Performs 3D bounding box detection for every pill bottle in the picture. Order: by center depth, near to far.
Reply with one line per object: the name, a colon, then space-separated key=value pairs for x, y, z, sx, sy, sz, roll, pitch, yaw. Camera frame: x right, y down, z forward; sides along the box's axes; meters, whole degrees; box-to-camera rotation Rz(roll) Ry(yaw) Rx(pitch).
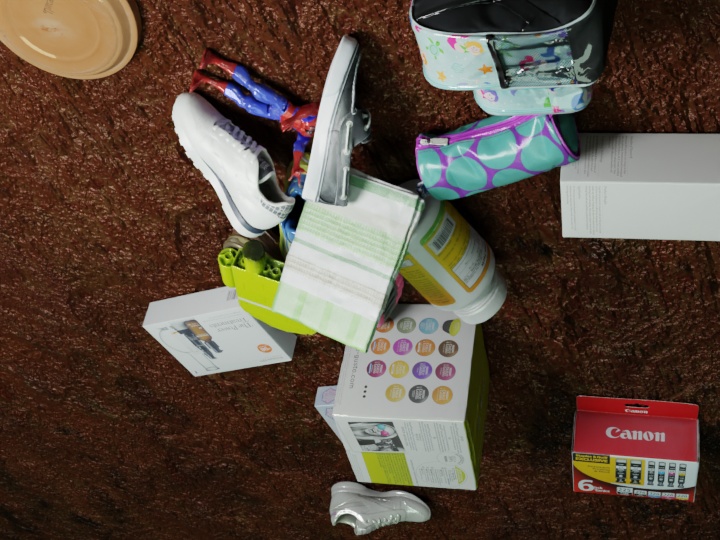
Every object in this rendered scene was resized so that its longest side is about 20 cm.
pill bottle: x=0.109 y=-0.018 z=1.475 sx=0.110 sy=0.112 sz=0.200 roll=-19 pitch=133 yaw=34

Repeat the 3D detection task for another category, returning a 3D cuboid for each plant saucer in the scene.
plant saucer: x=-0.357 y=-0.301 z=1.313 sx=0.196 sy=0.033 sz=0.202 roll=8 pitch=142 yaw=6

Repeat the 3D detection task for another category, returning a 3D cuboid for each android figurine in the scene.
android figurine: x=-0.110 y=0.028 z=1.525 sx=0.179 sy=0.042 sz=0.201 roll=18 pitch=154 yaw=11

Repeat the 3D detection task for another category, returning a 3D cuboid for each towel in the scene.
towel: x=-0.016 y=-0.019 z=1.365 sx=0.147 sy=0.203 sz=0.031 roll=23 pitch=-174 yaw=24

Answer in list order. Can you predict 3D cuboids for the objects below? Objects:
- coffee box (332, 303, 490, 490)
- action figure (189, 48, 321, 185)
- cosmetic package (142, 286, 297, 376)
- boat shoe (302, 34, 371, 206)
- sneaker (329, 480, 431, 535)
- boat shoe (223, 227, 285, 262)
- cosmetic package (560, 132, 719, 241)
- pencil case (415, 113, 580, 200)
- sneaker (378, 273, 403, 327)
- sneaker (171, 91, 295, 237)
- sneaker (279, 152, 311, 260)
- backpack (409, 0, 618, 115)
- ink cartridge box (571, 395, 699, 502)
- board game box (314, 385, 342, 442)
coffee box: x=0.085 y=0.188 z=1.673 sx=0.194 sy=0.202 sz=0.202 roll=1 pitch=142 yaw=14
action figure: x=-0.111 y=-0.181 z=1.346 sx=0.197 sy=0.100 sz=0.065 roll=21 pitch=141 yaw=-15
cosmetic package: x=-0.222 y=0.097 z=1.771 sx=0.197 sy=0.052 sz=0.151 roll=-12 pitch=139 yaw=28
boat shoe: x=-0.017 y=-0.170 z=1.304 sx=0.066 sy=0.072 sz=0.203 roll=13 pitch=110 yaw=-2
sneaker: x=0.035 y=0.468 z=2.132 sx=0.196 sy=0.101 sz=0.076 roll=8 pitch=141 yaw=3
boat shoe: x=-0.103 y=-0.007 z=1.582 sx=0.199 sy=0.068 sz=0.071 roll=39 pitch=153 yaw=-29
cosmetic package: x=0.339 y=-0.099 z=1.328 sx=0.196 sy=0.086 sz=0.108 roll=2 pitch=143 yaw=13
pencil case: x=0.159 y=-0.146 z=1.319 sx=0.197 sy=0.086 sz=0.092 roll=-15 pitch=142 yaw=31
sneaker: x=0.000 y=0.000 z=1.580 sx=0.094 sy=0.079 sz=0.202 roll=20 pitch=148 yaw=27
sneaker: x=-0.155 y=-0.143 z=1.386 sx=0.080 sy=0.076 sz=0.201 roll=-31 pitch=96 yaw=40
sneaker: x=-0.081 y=-0.049 z=1.461 sx=0.074 sy=0.106 sz=0.203 roll=7 pitch=126 yaw=10
backpack: x=0.153 y=-0.249 z=1.115 sx=0.196 sy=0.179 sz=0.152 roll=3 pitch=138 yaw=19
ink cartridge box: x=0.441 y=0.287 z=1.795 sx=0.196 sy=0.085 sz=0.177 roll=2 pitch=141 yaw=15
board game box: x=0.050 y=0.262 z=1.911 sx=0.196 sy=0.042 sz=0.201 roll=-8 pitch=138 yaw=25
